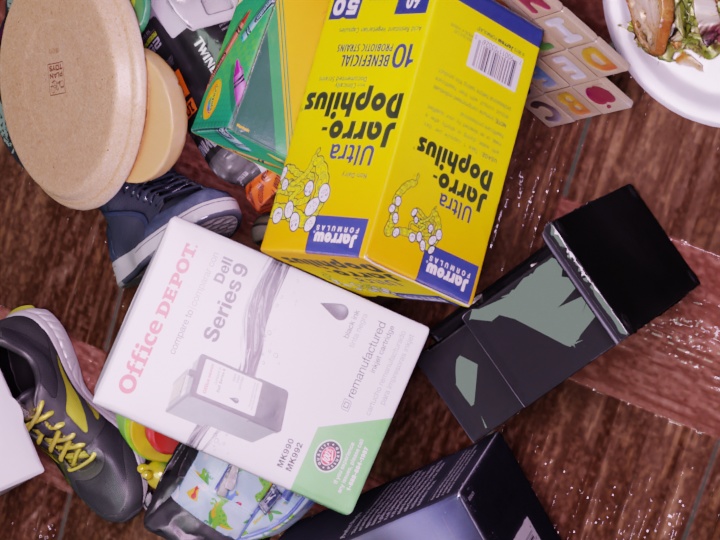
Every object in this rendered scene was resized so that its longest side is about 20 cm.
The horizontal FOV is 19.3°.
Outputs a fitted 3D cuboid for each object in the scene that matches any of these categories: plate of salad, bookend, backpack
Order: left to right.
[{"bbox_3d":[-0.060,0.117,1.613,0.153,0.163,0.201,22,99,10],"label":"backpack"},{"bbox_3d":[0.115,0.043,1.490,0.200,0.199,0.092,-38,84,24],"label":"bookend"},{"bbox_3d":[0.261,-0.198,1.473,0.199,0.048,0.201,3,98,23],"label":"plate of salad"}]

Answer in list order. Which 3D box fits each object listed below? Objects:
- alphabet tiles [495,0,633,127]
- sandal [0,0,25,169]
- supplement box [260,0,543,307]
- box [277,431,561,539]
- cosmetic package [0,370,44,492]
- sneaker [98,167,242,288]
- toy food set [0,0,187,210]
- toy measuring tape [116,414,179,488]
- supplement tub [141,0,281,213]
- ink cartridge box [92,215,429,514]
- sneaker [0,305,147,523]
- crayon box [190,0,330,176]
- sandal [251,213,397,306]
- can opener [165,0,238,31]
[{"bbox_3d":[0.093,-0.167,1.483,0.200,0.006,0.166,38,157,-23],"label":"alphabet tiles"},{"bbox_3d":[-0.269,-0.176,1.709,0.075,0.048,0.201,4,98,23],"label":"sandal"},{"bbox_3d":[0.029,-0.088,1.429,0.109,0.109,0.201,5,76,47],"label":"supplement box"},{"bbox_3d":[0.054,0.261,1.574,0.198,0.123,0.200,-27,98,26],"label":"box"},{"bbox_3d":[-0.328,0.140,1.705,0.108,0.085,0.200,66,158,4],"label":"cosmetic package"},{"bbox_3d":[-0.164,-0.075,1.623,0.202,0.077,0.147,-23,83,62],"label":"sneaker"},{"bbox_3d":[-0.207,-0.146,1.580,0.200,0.049,0.199,-28,74,50],"label":"toy food set"},{"bbox_3d":[-0.153,0.080,1.680,0.073,0.074,0.201,17,107,21],"label":"toy measuring tape"},{"bbox_3d":[-0.088,-0.152,1.592,0.122,0.122,0.200,-34,83,24],"label":"supplement tub"},{"bbox_3d":[-0.073,0.067,1.494,0.199,0.084,0.146,23,87,-4],"label":"ink cartridge box"},{"bbox_3d":[-0.251,0.125,1.726,0.074,0.085,0.200,-38,82,24],"label":"sneaker"},{"bbox_3d":[-0.011,-0.114,1.510,0.058,0.200,0.119,3,71,55],"label":"crayon box"},{"bbox_3d":[0.000,0.000,1.589,0.200,0.080,0.058,10,79,39],"label":"sandal"},{"bbox_3d":[-0.049,-0.225,1.528,0.054,0.199,0.067,66,156,10],"label":"can opener"}]
